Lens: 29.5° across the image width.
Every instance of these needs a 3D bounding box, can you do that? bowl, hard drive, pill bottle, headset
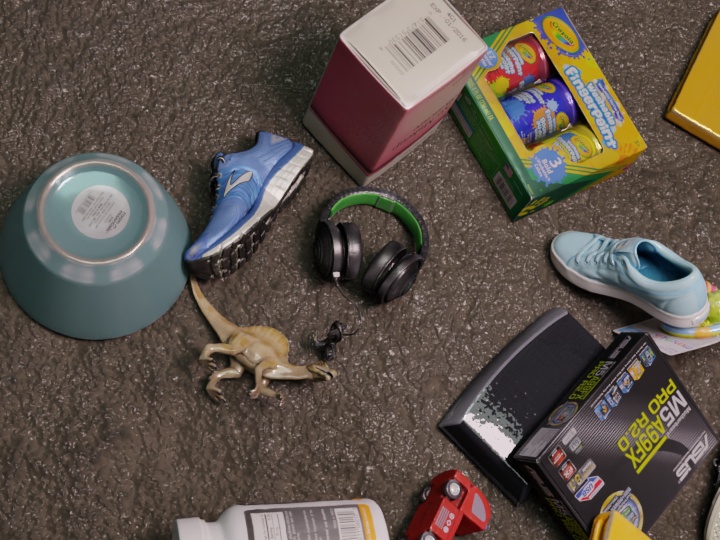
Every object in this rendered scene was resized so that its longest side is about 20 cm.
[{"bbox_3d":[-0.270,-0.040,1.393,0.200,0.105,0.201,3,69,-9],"label":"bowl"},{"bbox_3d":[0.195,0.140,1.476,0.135,0.042,0.200,45,66,5],"label":"hard drive"},{"bbox_3d":[-0.078,0.282,1.317,0.199,0.116,0.117,-1,70,-13],"label":"pill bottle"},{"bbox_3d":[0.000,0.000,1.480,0.123,0.094,0.200,21,51,-1],"label":"headset"}]

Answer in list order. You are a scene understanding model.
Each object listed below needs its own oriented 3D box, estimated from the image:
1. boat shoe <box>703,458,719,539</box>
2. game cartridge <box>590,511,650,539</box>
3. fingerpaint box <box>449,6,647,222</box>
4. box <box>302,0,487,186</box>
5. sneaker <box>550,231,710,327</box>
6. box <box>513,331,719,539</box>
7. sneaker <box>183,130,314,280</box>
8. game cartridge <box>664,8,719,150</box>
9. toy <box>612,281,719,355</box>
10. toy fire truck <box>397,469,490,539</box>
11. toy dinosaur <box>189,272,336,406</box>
[{"bbox_3d":[0.426,0.221,1.494,0.074,0.062,0.201,24,81,-9],"label":"boat shoe"},{"bbox_3d":[0.291,0.367,1.361,0.200,0.032,0.177,42,48,-21],"label":"game cartridge"},{"bbox_3d":[0.206,-0.183,1.584,0.166,0.073,0.200,-23,77,-20],"label":"fingerpaint box"},{"bbox_3d":[0.033,-0.199,1.478,0.128,0.200,0.109,-39,83,-23],"label":"box"},{"bbox_3d":[0.294,-0.014,1.496,0.200,0.082,0.074,24,54,34],"label":"sneaker"},{"bbox_3d":[0.274,0.188,1.445,0.200,0.044,0.160,-44,108,-24],"label":"box"},{"bbox_3d":[-0.134,-0.073,1.467,0.089,0.079,0.200,31,57,7],"label":"sneaker"},{"bbox_3d":[0.493,-0.206,1.689,0.200,0.032,0.177,32,66,-3],"label":"game cartridge"},{"bbox_3d":[0.394,0.038,1.523,0.199,0.115,0.047,-12,104,-19],"label":"toy"},{"bbox_3d":[0.095,0.317,1.372,0.141,0.049,0.200,42,53,-16],"label":"toy fire truck"},{"bbox_3d":[-0.124,0.084,1.424,0.200,0.058,0.101,32,48,13],"label":"toy dinosaur"}]
